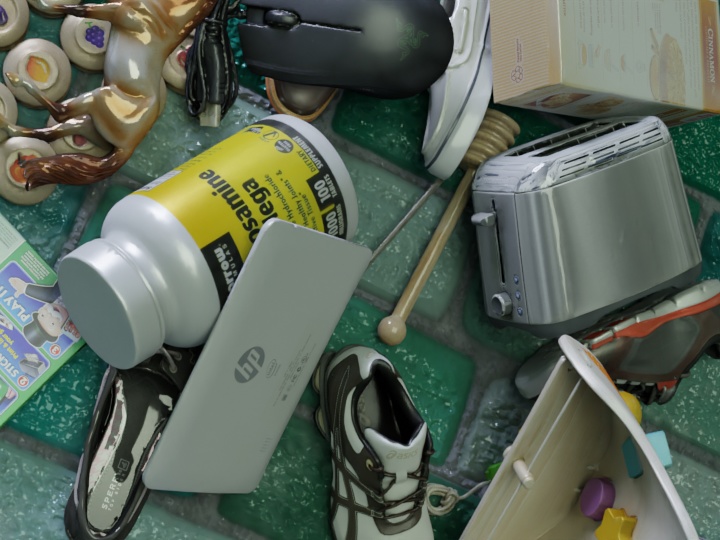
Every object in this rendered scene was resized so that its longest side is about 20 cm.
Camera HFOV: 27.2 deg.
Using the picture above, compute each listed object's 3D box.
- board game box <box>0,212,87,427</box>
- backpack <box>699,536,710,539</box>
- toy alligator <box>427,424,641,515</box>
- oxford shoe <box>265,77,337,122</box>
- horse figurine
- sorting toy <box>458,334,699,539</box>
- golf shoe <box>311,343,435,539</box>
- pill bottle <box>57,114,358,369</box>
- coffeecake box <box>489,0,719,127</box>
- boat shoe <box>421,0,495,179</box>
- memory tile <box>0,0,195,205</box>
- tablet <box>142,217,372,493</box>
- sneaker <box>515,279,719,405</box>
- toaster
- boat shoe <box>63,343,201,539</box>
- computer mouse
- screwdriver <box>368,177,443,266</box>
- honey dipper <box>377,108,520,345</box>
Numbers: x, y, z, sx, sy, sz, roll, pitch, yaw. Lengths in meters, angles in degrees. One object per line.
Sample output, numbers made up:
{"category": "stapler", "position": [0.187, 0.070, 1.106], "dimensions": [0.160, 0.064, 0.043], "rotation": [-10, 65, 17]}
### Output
{"category": "board game box", "position": [-0.292, 0.012, 1.023], "dimensions": [0.135, 0.029, 0.200], "rotation": [-45, 98, -18]}
{"category": "backpack", "position": [0.261, 0.300, 1.101], "dimensions": [0.150, 0.177, 0.201], "rotation": [-36, 99, -14]}
{"category": "toy alligator", "position": [0.141, 0.149, 1.141], "dimensions": [0.198, 0.054, 0.060], "rotation": [-17, 89, -20]}
{"category": "oxford shoe", "position": [-0.018, -0.209, 1.121], "dimensions": [0.071, 0.073, 0.202], "rotation": [22, 77, -16]}
{"category": "horse figurine", "position": [-0.179, -0.144, 1.046], "dimensions": [0.131, 0.050, 0.202], "rotation": [15, 87, -14]}
{"category": "sorting toy", "position": [0.166, 0.184, 1.033], "dimensions": [0.106, 0.180, 0.201], "rotation": [16, 113, -28]}
{"category": "golf shoe", "position": [0.016, 0.153, 1.078], "dimensions": [0.077, 0.094, 0.202], "rotation": [-18, 91, -21]}
{"category": "pill bottle", "position": [-0.105, -0.018, 1.026], "dimensions": [0.199, 0.112, 0.113], "rotation": [-35, 95, -33]}
{"category": "coffeecake box", "position": [0.194, -0.201, 1.160], "dimensions": [0.198, 0.073, 0.156], "rotation": [3, 81, -40]}
{"category": "boat shoe", "position": [0.072, -0.170, 1.150], "dimensions": [0.065, 0.072, 0.202], "rotation": [20, 76, -11]}
{"category": "memory tile", "position": [-0.213, -0.156, 1.078], "dimensions": [0.199, 0.017, 0.154], "rotation": [-37, 96, -19]}
{"category": "tablet", "position": [-0.068, 0.064, 1.026], "dimensions": [0.130, 0.014, 0.202], "rotation": [16, 103, -57]}
{"category": "sneaker", "position": [0.216, 0.073, 1.167], "dimensions": [0.198, 0.077, 0.083], "rotation": [-22, 94, -20]}
{"category": "toaster", "position": [0.175, -0.038, 1.133], "dimensions": [0.198, 0.113, 0.131], "rotation": [-20, 104, -24]}
{"category": "boat shoe", "position": [-0.154, 0.100, 1.044], "dimensions": [0.066, 0.057, 0.202], "rotation": [21, 77, -14]}
{"category": "computer mouse", "position": [-0.030, -0.169, 1.070], "dimensions": [0.197, 0.053, 0.140], "rotation": [4, 95, -1]}
{"category": "screwdriver", "position": [0.000, 0.000, 1.130], "dimensions": [0.028, 0.029, 0.200], "rotation": [44, 68, -9]}
{"category": "honey dipper", "position": [0.064, -0.032, 1.152], "dimensions": [0.038, 0.038, 0.201], "rotation": [30, 79, -13]}
